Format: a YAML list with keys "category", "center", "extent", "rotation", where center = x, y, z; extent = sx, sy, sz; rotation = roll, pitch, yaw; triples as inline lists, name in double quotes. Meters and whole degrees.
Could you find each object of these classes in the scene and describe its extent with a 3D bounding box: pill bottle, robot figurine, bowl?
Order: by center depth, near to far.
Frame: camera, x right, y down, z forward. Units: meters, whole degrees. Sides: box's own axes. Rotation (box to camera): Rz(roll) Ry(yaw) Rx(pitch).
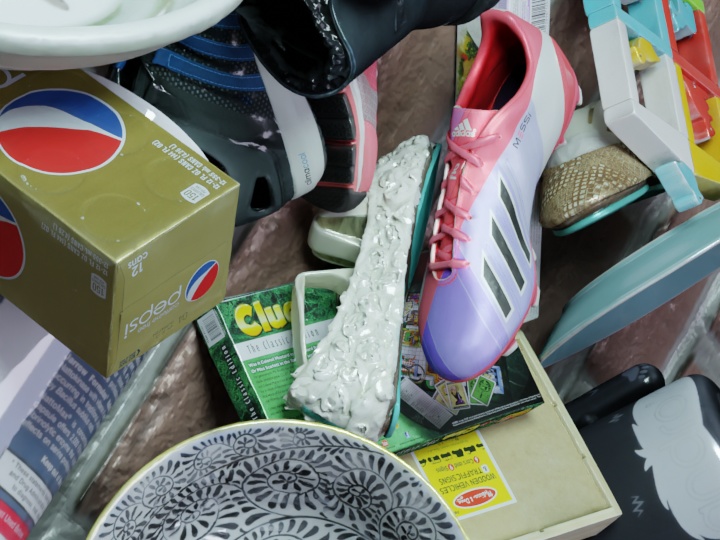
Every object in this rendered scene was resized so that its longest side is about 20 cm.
- category: "pill bottle"
  center: [-0.151, 0.019, 0.935]
  extent: [0.200, 0.119, 0.120]
  rotation: [-58, 137, -18]
- category: "bowl"
  center: [-0.042, 0.177, 1.044]
  extent: [0.201, 0.200, 0.094]
  rotation: [-62, 180, -14]
- category: "robot figurine"
  center: [0.178, 0.140, 1.303]
  extent: [0.125, 0.200, 0.150]
  rotation: [58, 13, -14]

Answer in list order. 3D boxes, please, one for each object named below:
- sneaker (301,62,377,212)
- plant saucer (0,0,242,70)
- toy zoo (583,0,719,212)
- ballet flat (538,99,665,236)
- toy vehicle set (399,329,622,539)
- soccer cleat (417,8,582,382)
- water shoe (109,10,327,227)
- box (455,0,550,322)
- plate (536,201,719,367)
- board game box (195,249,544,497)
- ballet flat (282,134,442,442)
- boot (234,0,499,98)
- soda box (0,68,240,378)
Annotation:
- category: "sneaker"
  center: [-0.011, -0.126, 1.084]
  extent: [0.087, 0.074, 0.200]
  rotation: [-33, 126, -39]
- category: "plant saucer"
  center: [-0.140, -0.128, 0.857]
  extent: [0.200, 0.200, 0.050]
  rotation: [-25, 143, -42]
- category: "toy zoo"
  center: [0.170, -0.123, 1.250]
  extent: [0.131, 0.020, 0.200]
  rotation: [27, 49, -50]
- category: "ballet flat"
  center: [0.138, -0.064, 1.257]
  extent: [0.065, 0.070, 0.200]
  rotation: [69, 19, 0]
- category: "toy vehicle set"
  center: [0.044, 0.104, 1.189]
  extent: [0.200, 0.027, 0.124]
  rotation: [-9, 65, -44]
- category: "soccer cleat"
  center: [0.062, -0.040, 1.131]
  extent: [0.076, 0.067, 0.200]
  rotation: [42, 58, -43]
- category: "water shoe"
  center: [-0.084, -0.103, 1.007]
  extent: [0.079, 0.071, 0.200]
  rotation: [-35, 118, -13]
- category: "box"
  center: [0.078, -0.067, 1.231]
  extent: [0.041, 0.039, 0.200]
  rotation: [-18, 116, -44]
- category: "plate"
  center: [0.183, -0.003, 1.293]
  extent: [0.200, 0.200, 0.026]
  rotation: [-22, 78, -43]
- category: "board game box"
  center: [0.009, 0.048, 1.159]
  extent: [0.200, 0.023, 0.105]
  rotation: [-13, 76, -46]
- category: "ballet flat"
  center: [0.000, 0.000, 1.123]
  extent: [0.200, 0.072, 0.072]
  rotation: [-79, 150, -42]
- category: "boot"
  center: [-0.004, -0.190, 0.982]
  extent: [0.168, 0.076, 0.200]
  rotation: [-31, 113, -57]
- category: "soda box"
  center: [-0.143, -0.048, 0.856]
  extent: [0.068, 0.200, 0.064]
  rotation: [-35, 149, -37]
